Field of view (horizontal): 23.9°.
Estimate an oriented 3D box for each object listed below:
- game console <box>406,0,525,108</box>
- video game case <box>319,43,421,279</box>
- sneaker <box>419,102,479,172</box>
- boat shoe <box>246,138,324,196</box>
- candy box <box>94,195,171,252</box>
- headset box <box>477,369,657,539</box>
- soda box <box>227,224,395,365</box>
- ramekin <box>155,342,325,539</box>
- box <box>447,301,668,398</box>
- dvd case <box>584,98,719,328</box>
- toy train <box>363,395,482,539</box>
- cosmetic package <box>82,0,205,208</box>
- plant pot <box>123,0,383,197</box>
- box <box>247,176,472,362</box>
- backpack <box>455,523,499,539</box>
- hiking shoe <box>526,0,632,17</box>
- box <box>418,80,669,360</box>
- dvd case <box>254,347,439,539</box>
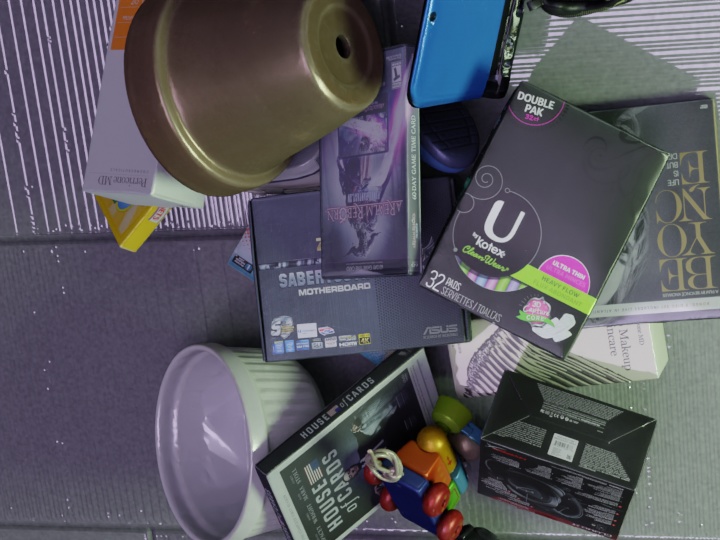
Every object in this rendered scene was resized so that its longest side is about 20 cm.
[{"bbox_3d":[0.084,-0.257,1.479,0.118,0.171,0.201,4,113,-20],"label":"game console"},{"bbox_3d":[0.007,-0.094,1.525,0.143,0.019,0.201,-3,87,56],"label":"video game case"},{"bbox_3d":[0.036,-0.137,1.576,0.200,0.074,0.082,44,127,40],"label":"sneaker"},{"bbox_3d":[-0.103,-0.099,1.662,0.200,0.071,0.070,-3,146,32],"label":"boat shoe"},{"bbox_3d":[-0.187,-0.123,1.664,0.200,0.026,0.102,-49,51,20],"label":"candy box"},{"bbox_3d":[0.192,0.182,1.619,0.148,0.200,0.077,18,70,11],"label":"headset box"},{"bbox_3d":[-0.027,0.014,1.682,0.200,0.064,0.068,35,114,4],"label":"soda box"},{"bbox_3d":[-0.114,0.171,1.697,0.200,0.105,0.201,4,95,56],"label":"ramekin"},{"bbox_3d":[0.188,0.069,1.630,0.199,0.068,0.082,-9,99,20],"label":"box"},{"bbox_3d":[0.257,-0.051,1.561,0.148,0.016,0.201,-5,86,18],"label":"dvd case"},{"bbox_3d":[0.065,0.167,1.609,0.085,0.116,0.200,25,160,26],"label":"toy train"},{"bbox_3d":[-0.190,-0.164,1.607,0.101,0.071,0.201,5,84,40],"label":"cosmetic package"},{"bbox_3d":[-0.078,-0.175,1.496,0.174,0.200,0.201,-10,106,37],"label":"plant pot"},{"bbox_3d":[0.000,0.000,1.609,0.199,0.051,0.158,-5,87,7],"label":"box"},{"bbox_3d":[0.117,0.388,1.706,0.190,0.200,0.154,30,145,-3],"label":"backpack"},{"bbox_3d":[0.244,-0.265,1.482,0.200,0.101,0.076,-24,102,23],"label":"hiking shoe"},{"bbox_3d":[0.160,-0.047,1.503,0.148,0.124,0.200,27,95,2],"label":"box"},{"bbox_3d":[-0.002,0.178,1.649,0.025,0.200,0.151,34,154,41],"label":"dvd case"}]
